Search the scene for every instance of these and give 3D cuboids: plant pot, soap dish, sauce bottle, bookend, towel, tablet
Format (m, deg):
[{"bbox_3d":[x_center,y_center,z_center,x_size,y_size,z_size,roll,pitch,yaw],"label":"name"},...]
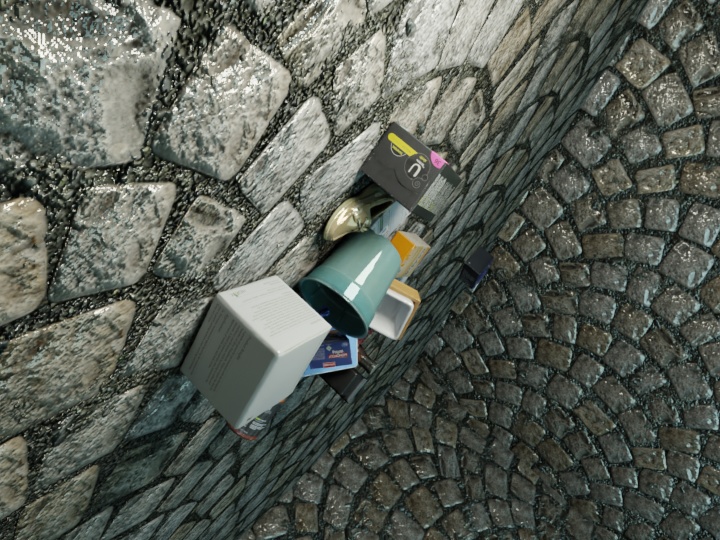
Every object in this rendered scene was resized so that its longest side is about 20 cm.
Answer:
[{"bbox_3d":[-0.012,0.018,1.353,0.197,0.198,0.201,-52,166,-24],"label":"plant pot"},{"bbox_3d":[0.054,0.083,1.571,0.082,0.197,0.159,-57,173,-52],"label":"soap dish"},{"bbox_3d":[-0.033,0.229,1.700,0.066,0.199,0.066,-44,165,-15],"label":"sauce bottle"},{"bbox_3d":[-0.095,0.278,1.638,0.093,0.199,0.199,-49,165,-3],"label":"bookend"},{"bbox_3d":[-0.166,0.147,1.335,0.144,0.024,0.199,-32,179,-40],"label":"towel"},{"bbox_3d":[-0.099,0.214,1.544,0.196,0.014,0.134,-7,105,-23],"label":"tablet"}]

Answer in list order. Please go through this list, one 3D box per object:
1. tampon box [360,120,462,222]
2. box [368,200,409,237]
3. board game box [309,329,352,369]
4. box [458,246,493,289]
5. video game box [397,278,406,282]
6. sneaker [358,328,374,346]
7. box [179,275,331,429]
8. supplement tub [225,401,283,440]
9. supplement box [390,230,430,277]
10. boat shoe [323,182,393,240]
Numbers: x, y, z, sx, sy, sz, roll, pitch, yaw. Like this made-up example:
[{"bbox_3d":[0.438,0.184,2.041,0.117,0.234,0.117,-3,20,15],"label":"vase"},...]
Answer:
[{"bbox_3d":[0.116,-0.209,1.253,0.127,0.149,0.199,-52,164,10],"label":"tampon box"},{"bbox_3d":[0.069,-0.141,1.469,0.200,0.041,0.157,-46,163,-17],"label":"box"},{"bbox_3d":[-0.108,0.196,1.428,0.195,0.063,0.200,-7,-179,6],"label":"board game box"},{"bbox_3d":[0.651,-0.014,3.223,0.148,0.104,0.201,-44,163,-19],"label":"box"},{"bbox_3d":[0.082,0.072,1.954,0.202,0.047,0.182,-56,165,15],"label":"video game box"},{"bbox_3d":[-0.010,0.166,1.649,0.199,0.074,0.081,-38,157,-25],"label":"sneaker"},{"bbox_3d":[-0.201,0.151,1.121,0.201,0.171,0.199,-58,162,24],"label":"box"},{"bbox_3d":[-0.254,0.329,1.478,0.201,0.106,0.107,-53,164,6],"label":"supplement tub"},{"bbox_3d":[0.137,-0.048,1.794,0.127,0.073,0.199,-54,164,14],"label":"supplement box"},{"bbox_3d":[-0.002,-0.122,1.269,0.199,0.065,0.073,-40,161,-34],"label":"boat shoe"}]
